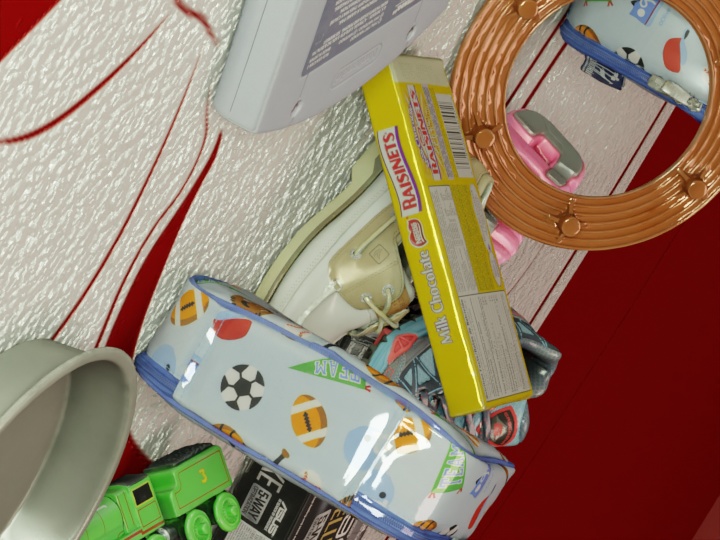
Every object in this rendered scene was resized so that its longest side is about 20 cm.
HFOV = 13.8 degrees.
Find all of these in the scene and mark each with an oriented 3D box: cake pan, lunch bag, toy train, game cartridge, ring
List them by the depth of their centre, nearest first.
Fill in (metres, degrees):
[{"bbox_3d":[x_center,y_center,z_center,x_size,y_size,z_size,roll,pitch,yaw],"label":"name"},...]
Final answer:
[{"bbox_3d":[-0.181,0.115,1.434,0.201,0.037,0.201,-51,163,-22],"label":"cake pan"},{"bbox_3d":[-0.001,-0.147,1.494,0.200,0.041,0.134,-37,150,-51],"label":"game cartridge"},{"bbox_3d":[-0.014,0.081,1.573,0.076,0.199,0.160,-57,164,0],"label":"lunch bag"},{"bbox_3d":[-0.130,0.143,1.607,0.200,0.042,0.057,-27,101,-56],"label":"toy train"},{"bbox_3d":[0.150,-0.103,1.783,0.201,0.200,0.019,-62,-159,13],"label":"ring"},{"bbox_3d":[0.223,-0.142,1.913,0.076,0.160,0.200,-63,164,16],"label":"lunch bag"}]

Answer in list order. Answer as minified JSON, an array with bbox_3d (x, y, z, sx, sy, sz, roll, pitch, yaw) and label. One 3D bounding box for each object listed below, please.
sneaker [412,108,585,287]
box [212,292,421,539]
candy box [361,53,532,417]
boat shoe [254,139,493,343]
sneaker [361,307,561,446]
[{"bbox_3d":[0.061,-0.026,1.858,0.200,0.079,0.095,-32,170,-49],"label":"sneaker"},{"bbox_3d":[-0.012,0.104,1.891,0.201,0.050,0.158,-63,162,15],"label":"box"},{"bbox_3d":[0.047,-0.021,1.646,0.026,0.201,0.102,-16,176,21],"label":"candy box"},{"bbox_3d":[0.000,0.000,1.704,0.200,0.068,0.075,-54,163,-15],"label":"boat shoe"},{"bbox_3d":[0.056,0.072,1.779,0.200,0.095,0.080,-39,154,-49],"label":"sneaker"}]
